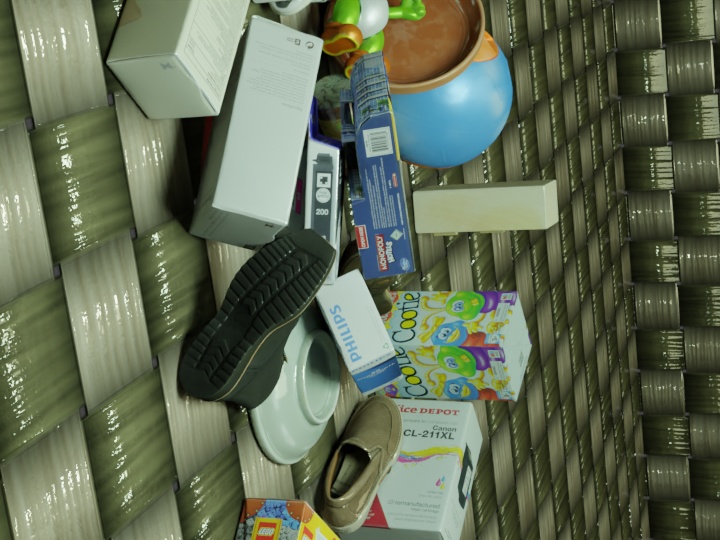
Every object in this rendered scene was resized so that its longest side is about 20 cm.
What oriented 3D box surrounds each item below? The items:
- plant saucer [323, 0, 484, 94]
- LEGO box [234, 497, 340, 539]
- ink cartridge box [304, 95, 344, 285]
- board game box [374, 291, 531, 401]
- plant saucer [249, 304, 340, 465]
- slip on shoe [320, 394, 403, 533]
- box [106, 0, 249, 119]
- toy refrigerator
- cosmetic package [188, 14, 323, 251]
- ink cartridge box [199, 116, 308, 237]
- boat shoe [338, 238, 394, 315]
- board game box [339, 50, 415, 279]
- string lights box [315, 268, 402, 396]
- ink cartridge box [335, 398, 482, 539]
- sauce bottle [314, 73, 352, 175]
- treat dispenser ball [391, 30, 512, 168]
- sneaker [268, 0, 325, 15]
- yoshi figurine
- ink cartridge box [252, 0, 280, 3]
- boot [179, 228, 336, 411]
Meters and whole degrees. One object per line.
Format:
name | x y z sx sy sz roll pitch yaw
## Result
plant saucer | 0.054 -0.300 1.611 0.032 0.199 0.202 83 16 -61
LEGO box | -0.072 0.357 1.418 0.200 0.077 0.150 58 38 -51
ink cartridge box | -0.040 -0.095 1.455 0.198 0.043 0.202 -86 177 -82
board game box | 0.112 0.098 1.718 0.105 0.198 0.103 -67 148 -43
plant saucer | -0.065 0.121 1.484 0.200 0.050 0.202 -1 90 -68
slip on shoe | 0.000 0.227 1.611 0.061 0.075 0.201 75 33 -44
box | -0.162 -0.250 1.227 0.095 0.077 0.201 57 38 -52
toy refrigerator | 0.183 -0.090 1.905 0.076 0.198 0.071 -26 114 -66
cosmetic package | -0.104 -0.131 1.286 0.113 0.081 0.202 143 -39 -66
ink cartridge box | -0.109 -0.151 1.401 0.173 0.043 0.202 26 65 -67
boat shoe | 0.000 0.000 1.600 0.200 0.071 0.068 83 -9 -69
board game box | 0.013 -0.131 1.454 0.200 0.061 0.201 -97 178 -57
string lights box | 0.000 0.076 1.511 0.200 0.059 0.103 72 -6 -76
ink cartridge box | 0.063 0.265 1.661 0.083 0.145 0.201 70 28 -43
sauce bottle | -0.004 -0.158 1.628 0.200 0.064 0.065 60 36 -49
treat dispenser ball | 0.099 -0.234 1.704 0.201 0.199 0.203 -1 90 -68
sneaker | -0.054 -0.343 1.515 0.201 0.075 0.082 -65 155 -47
yoshi figurine | 0.028 -0.331 1.558 0.113 0.111 0.201 113 -6 -61
ink cartridge box | -0.096 -0.365 1.344 0.200 0.115 0.068 51 44 -57
boot | -0.088 0.054 1.326 0.200 0.077 0.138 -46 157 2
